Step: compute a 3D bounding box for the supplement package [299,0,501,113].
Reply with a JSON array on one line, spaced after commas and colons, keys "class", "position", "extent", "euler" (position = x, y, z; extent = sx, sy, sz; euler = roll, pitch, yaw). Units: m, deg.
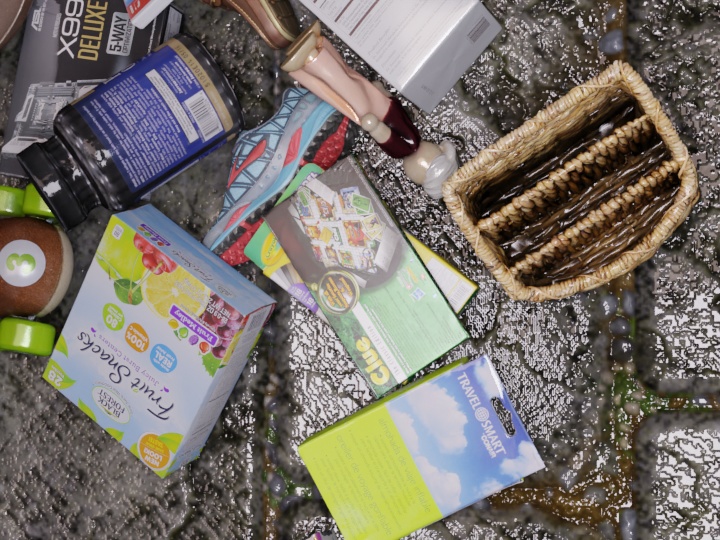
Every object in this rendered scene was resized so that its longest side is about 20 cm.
[{"class": "supplement package", "position": [0.017, -0.261, 1.274], "extent": [0.200, 0.114, 0.110], "euler": [44, 99, 15]}]

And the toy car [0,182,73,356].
[{"class": "toy car", "position": [-0.394, -0.016, 1.312], "extent": [0.157, 0.199, 0.166], "euler": [2, 79, 44]}]

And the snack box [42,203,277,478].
[{"class": "snack box", "position": [-0.196, 0.068, 1.302], "extent": [0.168, 0.068, 0.201], "euler": [35, 116, 17]}]

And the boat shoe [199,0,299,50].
[{"class": "boat shoe", "position": [-0.131, -0.287, 1.346], "extent": [0.067, 0.072, 0.201], "euler": [-41, 69, 14]}]

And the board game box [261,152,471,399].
[{"class": "board game box", "position": [0.005, 0.005, 1.242], "extent": [0.104, 0.023, 0.201], "euler": [-33, 84, 6]}]

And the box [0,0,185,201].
[{"class": "box", "position": [-0.274, -0.182, 1.385], "extent": [0.156, 0.050, 0.202], "euler": [11, 88, 17]}]

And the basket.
[{"class": "basket", "position": [0.192, -0.061, 1.187], "extent": [0.199, 0.149, 0.143], "euler": [-33, 77, 10]}]

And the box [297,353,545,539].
[{"class": "box", "position": [0.056, 0.168, 1.246], "extent": [0.199, 0.048, 0.123], "euler": [-28, 92, 12]}]

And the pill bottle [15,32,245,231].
[{"class": "pill bottle", "position": [-0.217, -0.127, 1.280], "extent": [0.199, 0.112, 0.112], "euler": [-35, 76, -13]}]

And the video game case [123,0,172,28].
[{"class": "video game case", "position": [-0.200, -0.356, 1.348], "extent": [0.143, 0.017, 0.201], "euler": [-37, 55, 22]}]

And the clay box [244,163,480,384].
[{"class": "clay box", "position": [0.000, 0.000, 1.278], "extent": [0.200, 0.048, 0.115], "euler": [38, 96, 9]}]

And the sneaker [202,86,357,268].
[{"class": "sneaker", "position": [-0.090, -0.092, 1.323], "extent": [0.200, 0.079, 0.095], "euler": [-50, 57, 2]}]

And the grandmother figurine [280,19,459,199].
[{"class": "grandmother figurine", "position": [0.015, -0.143, 1.259], "extent": [0.200, 0.122, 0.060], "euler": [42, 121, -15]}]

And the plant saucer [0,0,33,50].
[{"class": "plant saucer", "position": [-0.398, -0.302, 1.418], "extent": [0.199, 0.032, 0.202], "euler": [-9, 75, 35]}]

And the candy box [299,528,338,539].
[{"class": "candy box", "position": [-0.093, 0.347, 1.279], "extent": [0.199, 0.061, 0.137], "euler": [-27, 78, 12]}]
